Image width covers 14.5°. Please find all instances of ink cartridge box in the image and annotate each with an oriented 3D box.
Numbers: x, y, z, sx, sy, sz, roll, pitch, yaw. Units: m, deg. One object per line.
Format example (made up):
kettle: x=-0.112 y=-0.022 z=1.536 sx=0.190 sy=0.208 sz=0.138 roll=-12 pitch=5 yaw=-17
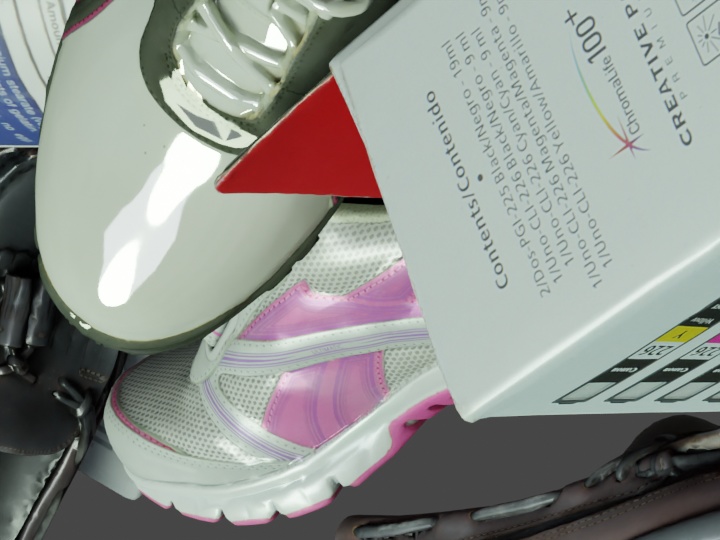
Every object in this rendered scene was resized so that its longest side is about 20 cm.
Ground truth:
ink cartridge box: x=0.100 y=-0.025 z=0.585 sx=0.175 sy=0.199 sz=0.084 roll=-37 pitch=64 yaw=37

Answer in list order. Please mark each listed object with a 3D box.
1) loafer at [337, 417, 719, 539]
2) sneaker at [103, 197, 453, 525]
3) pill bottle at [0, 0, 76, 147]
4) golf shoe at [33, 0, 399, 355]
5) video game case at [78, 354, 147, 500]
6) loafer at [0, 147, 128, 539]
loafer: x=0.071 y=0.065 z=0.742 sx=0.199 sy=0.072 sz=0.063 roll=-24 pitch=60 yaw=27
sneaker: x=0.000 y=0.000 z=0.759 sx=0.199 sy=0.081 sz=0.088 roll=-26 pitch=108 yaw=34
pill bottle: x=-0.058 y=-0.086 z=0.716 sx=0.199 sy=0.111 sz=0.112 roll=2 pitch=120 yaw=27
golf shoe: x=-0.020 y=-0.065 z=0.600 sx=0.077 sy=0.088 sz=0.201 roll=32 pitch=108 yaw=3
video game case: x=-0.136 y=-0.029 z=0.866 sx=0.199 sy=0.018 sz=0.144 roll=28 pitch=129 yaw=14
loafer: x=-0.107 y=0.051 z=0.816 sx=0.071 sy=0.063 sz=0.201 roll=12 pitch=116 yaw=-18
